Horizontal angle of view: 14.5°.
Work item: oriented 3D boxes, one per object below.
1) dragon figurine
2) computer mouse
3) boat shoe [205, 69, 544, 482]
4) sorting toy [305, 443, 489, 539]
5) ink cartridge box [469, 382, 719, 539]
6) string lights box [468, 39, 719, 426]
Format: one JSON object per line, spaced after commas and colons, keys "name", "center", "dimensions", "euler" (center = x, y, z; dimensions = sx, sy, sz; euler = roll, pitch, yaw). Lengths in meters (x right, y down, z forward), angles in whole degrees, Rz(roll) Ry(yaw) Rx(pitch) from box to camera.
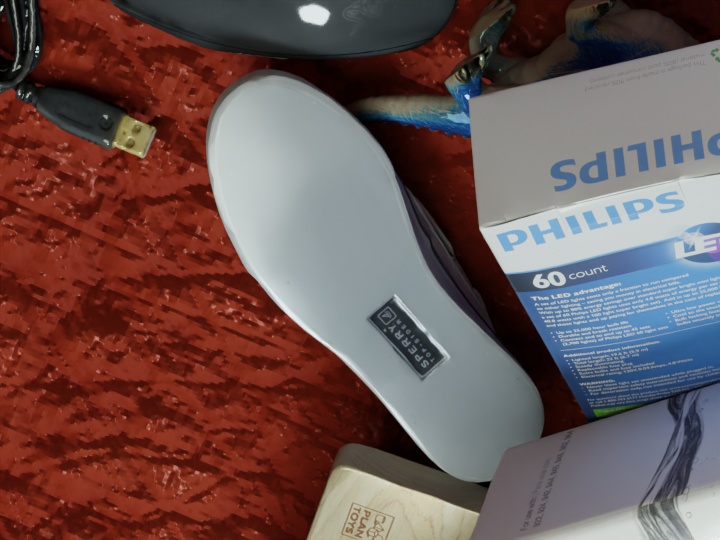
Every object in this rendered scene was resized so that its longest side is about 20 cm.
{"name": "dragon figurine", "center": [0.084, -0.058, 1.095], "dimensions": [0.200, 0.059, 0.100], "euler": [-24, 111, 22]}
{"name": "computer mouse", "center": [-0.067, -0.097, 1.115], "dimensions": [0.199, 0.046, 0.141], "euler": [15, 120, 4]}
{"name": "boat shoe", "center": [0.000, 0.000, 1.143], "dimensions": [0.073, 0.065, 0.200], "euler": [-32, 112, 1]}
{"name": "sorting toy", "center": [0.061, 0.172, 1.224], "dimensions": [0.198, 0.070, 0.200], "euler": [19, 122, -1]}
{"name": "ink cartridge box", "center": [0.161, 0.117, 1.065], "dimensions": [0.200, 0.084, 0.146], "euler": [-18, 114, 26]}
{"name": "string lights box", "center": [0.117, 0.001, 1.063], "dimensions": [0.102, 0.059, 0.200], "euler": [-12, 147, 14]}
